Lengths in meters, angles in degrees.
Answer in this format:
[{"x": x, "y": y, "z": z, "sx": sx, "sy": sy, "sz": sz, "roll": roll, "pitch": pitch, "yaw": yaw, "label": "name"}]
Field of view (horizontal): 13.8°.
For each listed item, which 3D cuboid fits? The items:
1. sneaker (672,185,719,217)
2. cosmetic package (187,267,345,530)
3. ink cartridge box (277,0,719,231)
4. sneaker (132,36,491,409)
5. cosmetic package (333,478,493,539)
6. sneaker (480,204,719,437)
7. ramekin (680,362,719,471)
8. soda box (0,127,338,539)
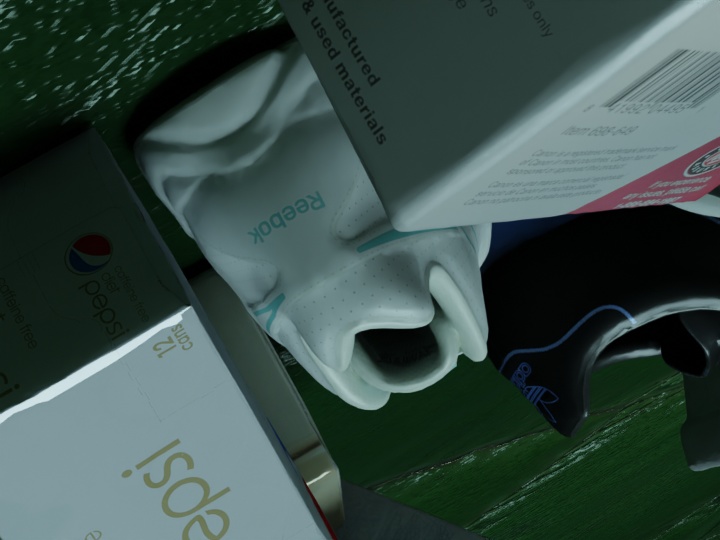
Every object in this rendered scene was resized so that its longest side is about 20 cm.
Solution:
[{"x": 0.156, "y": -0.063, "z": 0.897, "sx": 0.199, "sy": 0.076, "sz": 0.081, "roll": -15, "pitch": -169, "yaw": -21, "label": "sneaker"}, {"x": -0.108, "y": 0.084, "z": 0.875, "sx": 0.199, "sy": 0.073, "sz": 0.104, "roll": -29, "pitch": 167, "yaw": -5, "label": "cosmetic package"}, {"x": 0.094, "y": -0.096, "z": 0.599, "sx": 0.200, "sy": 0.085, "sz": 0.145, "roll": -34, "pitch": 166, "yaw": 28, "label": "ink cartridge box"}, {"x": 0.000, "y": 0.000, "z": 0.776, "sx": 0.070, "sy": 0.081, "sz": 0.200, "roll": -33, "pitch": 168, "yaw": 9, "label": "sneaker"}, {"x": -0.039, "y": 0.173, "z": 0.929, "sx": 0.199, "sy": 0.123, "sz": 0.199, "roll": 16, "pitch": -129, "yaw": 46, "label": "cosmetic package"}, {"x": 0.127, "y": -0.016, "z": 0.983, "sx": 0.199, "sy": 0.078, "sz": 0.070, "roll": -26, "pitch": 167, "yaw": -11, "label": "sneaker"}, {"x": 0.209, "y": 0.006, "z": 1.119, "sx": 0.201, "sy": 0.095, "sz": 0.202, "roll": -14, "pitch": 175, "yaw": -1, "label": "ramekin"}, {"x": -0.051, "y": 0.057, "z": 0.747, "sx": 0.068, "sy": 0.064, "sz": 0.200, "roll": -29, "pitch": 143, "yaw": -3, "label": "soda box"}]
